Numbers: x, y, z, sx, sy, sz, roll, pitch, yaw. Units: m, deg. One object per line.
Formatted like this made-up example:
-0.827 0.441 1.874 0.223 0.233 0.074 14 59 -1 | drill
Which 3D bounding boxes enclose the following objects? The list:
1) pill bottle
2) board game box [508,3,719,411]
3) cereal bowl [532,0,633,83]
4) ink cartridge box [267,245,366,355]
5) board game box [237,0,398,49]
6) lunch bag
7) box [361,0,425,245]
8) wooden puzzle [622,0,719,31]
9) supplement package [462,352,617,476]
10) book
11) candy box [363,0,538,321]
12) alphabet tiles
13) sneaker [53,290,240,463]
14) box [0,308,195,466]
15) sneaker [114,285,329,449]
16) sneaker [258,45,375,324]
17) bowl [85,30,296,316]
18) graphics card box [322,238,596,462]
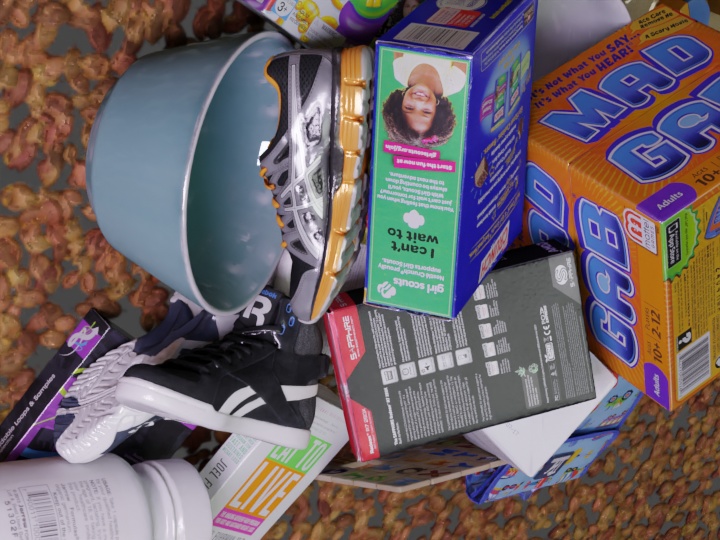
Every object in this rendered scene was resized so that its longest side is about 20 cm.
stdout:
-0.216 0.196 1.203 0.199 0.114 0.115 -2 118 -38 | pill bottle
0.248 -0.056 1.306 0.199 0.200 0.201 -32 134 -21 | board game box
0.131 -0.161 1.341 0.199 0.083 0.202 -21 129 -29 | cereal bowl
0.000 0.000 1.329 0.199 0.050 0.162 -22 146 -31 | ink cartridge box
-0.010 -0.261 1.143 0.103 0.105 0.201 30 95 -46 | board game box
0.187 0.151 1.604 0.150 0.094 0.201 -11 135 -37 | lunch bag
0.009 -0.123 1.212 0.050 0.075 0.202 48 57 -72 | box
0.323 -0.218 1.495 0.199 0.046 0.186 -36 134 -17 | wooden puzzle
0.117 0.086 1.389 0.114 0.200 0.110 45 84 -10 | supplement package
-0.098 0.179 1.368 0.200 0.048 0.134 -50 156 2 | book
0.068 -0.091 1.168 0.169 0.076 0.202 -48 143 -57 | candy box
0.063 0.169 1.447 0.199 0.166 0.008 -10 94 -36 | alphabet tiles
-0.135 0.103 1.237 0.199 0.079 0.130 -50 128 -29 | sneaker
-0.222 0.146 1.274 0.200 0.036 0.143 -51 137 -1 | box
-0.097 0.060 1.167 0.199 0.073 0.113 23 78 -55 | sneaker
-0.034 -0.062 1.121 0.078 0.076 0.202 -59 157 -71 | sneaker
-0.121 -0.076 1.137 0.201 0.104 0.203 12 90 -70 | bowl
0.076 0.060 1.244 0.198 0.051 0.127 -15 104 -8 | graphics card box
